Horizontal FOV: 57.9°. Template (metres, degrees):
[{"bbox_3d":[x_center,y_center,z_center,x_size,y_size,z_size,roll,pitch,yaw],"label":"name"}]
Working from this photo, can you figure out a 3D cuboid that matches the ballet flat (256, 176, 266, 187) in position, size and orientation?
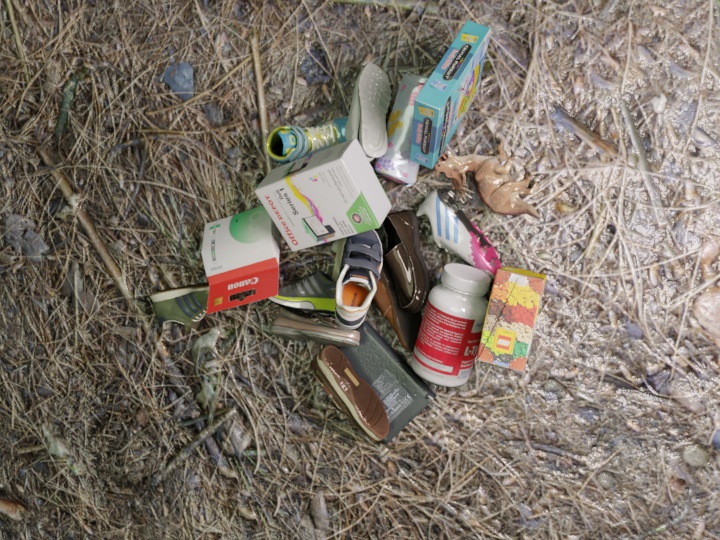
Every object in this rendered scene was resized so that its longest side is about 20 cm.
[{"bbox_3d":[-0.105,-0.160,1.282,0.199,0.068,0.069,22,88,5],"label":"ballet flat"}]

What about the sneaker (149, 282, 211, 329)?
[{"bbox_3d":[-0.343,0.076,1.362,0.199,0.067,0.090,-9,97,17],"label":"sneaker"}]

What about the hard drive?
[{"bbox_3d":[0.030,0.218,1.268,0.200,0.033,0.140,46,104,10],"label":"hard drive"}]

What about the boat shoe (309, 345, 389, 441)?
[{"bbox_3d":[-0.024,0.240,1.240,0.075,0.075,0.203,-39,82,38],"label":"boat shoe"}]

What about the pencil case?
[{"bbox_3d":[0.092,-0.261,1.206,0.083,0.091,0.201,27,100,49],"label":"pencil case"}]

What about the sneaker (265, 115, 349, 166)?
[{"bbox_3d":[-0.087,-0.247,1.234,0.199,0.131,0.080,-20,86,15],"label":"sneaker"}]

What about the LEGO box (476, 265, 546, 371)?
[{"bbox_3d":[0.261,0.074,1.105,0.077,0.200,0.150,13,96,16],"label":"LEGO box"}]

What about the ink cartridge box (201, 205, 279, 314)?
[{"bbox_3d":[-0.238,-0.026,1.280,0.160,0.050,0.201,-15,50,16],"label":"ink cartridge box"}]

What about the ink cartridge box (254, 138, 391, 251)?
[{"bbox_3d":[-0.068,-0.131,1.177,0.199,0.084,0.145,-14,120,32],"label":"ink cartridge box"}]

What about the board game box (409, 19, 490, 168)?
[{"bbox_3d":[0.151,-0.296,1.106,0.047,0.151,0.200,25,65,14],"label":"board game box"}]

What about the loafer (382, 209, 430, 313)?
[{"bbox_3d":[0.073,-0.017,1.203,0.073,0.071,0.201,-36,57,53],"label":"loafer"}]

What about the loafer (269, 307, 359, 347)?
[{"bbox_3d":[-0.089,0.107,1.270,0.199,0.072,0.063,4,69,29],"label":"loafer"}]

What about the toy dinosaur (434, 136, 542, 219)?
[{"bbox_3d":[0.234,-0.151,1.168,0.135,0.086,0.200,-40,86,14],"label":"toy dinosaur"}]

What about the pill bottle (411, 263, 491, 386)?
[{"bbox_3d":[0.165,0.095,1.161,0.112,0.112,0.201,19,111,15],"label":"pill bottle"}]

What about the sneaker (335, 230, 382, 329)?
[{"bbox_3d":[0.000,0.000,1.158,0.078,0.079,0.201,9,67,-2],"label":"sneaker"}]

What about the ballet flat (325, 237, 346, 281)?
[{"bbox_3d":[-0.034,-0.019,1.265,0.069,0.069,0.201,13,96,16],"label":"ballet flat"}]

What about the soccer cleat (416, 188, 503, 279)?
[{"bbox_3d":[0.182,-0.057,1.202,0.086,0.070,0.200,-40,79,32],"label":"soccer cleat"}]

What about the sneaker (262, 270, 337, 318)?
[{"bbox_3d":[-0.095,0.041,1.237,0.199,0.074,0.081,7,74,22],"label":"sneaker"}]

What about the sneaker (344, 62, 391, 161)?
[{"bbox_3d":[0.005,-0.288,1.199,0.080,0.076,0.201,-22,55,54],"label":"sneaker"}]

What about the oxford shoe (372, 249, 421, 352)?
[{"bbox_3d":[0.060,0.065,1.245,0.071,0.071,0.201,-27,81,40],"label":"oxford shoe"}]
